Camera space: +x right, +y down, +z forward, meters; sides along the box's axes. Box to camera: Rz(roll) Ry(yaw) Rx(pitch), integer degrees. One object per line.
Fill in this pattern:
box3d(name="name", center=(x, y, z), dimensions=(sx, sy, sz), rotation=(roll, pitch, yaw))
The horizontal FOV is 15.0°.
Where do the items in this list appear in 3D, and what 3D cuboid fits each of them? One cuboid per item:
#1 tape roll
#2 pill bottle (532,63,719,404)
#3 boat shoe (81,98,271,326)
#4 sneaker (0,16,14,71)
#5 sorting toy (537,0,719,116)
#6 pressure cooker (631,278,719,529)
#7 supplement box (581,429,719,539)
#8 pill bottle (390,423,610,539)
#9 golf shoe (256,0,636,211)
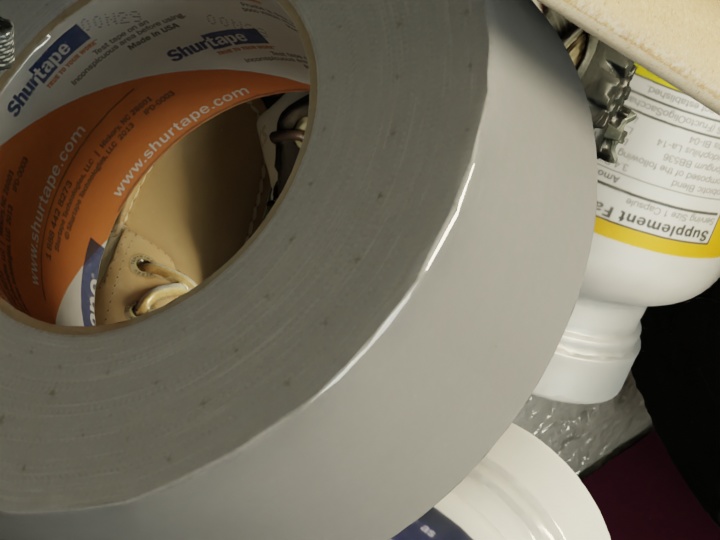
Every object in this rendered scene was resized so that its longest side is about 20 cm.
box3d(name="tape roll", center=(-0.043, -0.018, 0.705), dimensions=(0.200, 0.200, 0.066), rotation=(-49, 140, -3))
box3d(name="pill bottle", center=(0.088, -0.061, 0.881), dimensions=(0.104, 0.104, 0.200), rotation=(0, 120, -45))
box3d(name="boat shoe", center=(-0.063, 0.028, 0.780), dimensions=(0.071, 0.064, 0.200), rotation=(36, 66, -37))
box3d(name="sneaker", center=(-0.107, -0.089, 0.629), dimensions=(0.200, 0.140, 0.078), rotation=(-29, 137, -26))
box3d(name="sorting toy", center=(0.017, -0.123, 0.690), dimensions=(0.036, 0.200, 0.185), rotation=(-44, 145, 17))
box3d(name="pressure cooker", center=(0.218, 0.012, 0.999), dimensions=(0.200, 0.179, 0.176), rotation=(-27, 121, -20))
box3d(name="supplement box", center=(0.141, 0.181, 1.108), dimensions=(0.103, 0.131, 0.200), rotation=(-31, 137, -24))
box3d(name="pill bottle", center=(-0.012, 0.127, 0.819), dimensions=(0.200, 0.116, 0.116), rotation=(-37, 144, -45))
box3d(name="golf shoe", center=(0.000, 0.000, 0.788), dimensions=(0.200, 0.094, 0.078), rotation=(-59, 169, -24))
